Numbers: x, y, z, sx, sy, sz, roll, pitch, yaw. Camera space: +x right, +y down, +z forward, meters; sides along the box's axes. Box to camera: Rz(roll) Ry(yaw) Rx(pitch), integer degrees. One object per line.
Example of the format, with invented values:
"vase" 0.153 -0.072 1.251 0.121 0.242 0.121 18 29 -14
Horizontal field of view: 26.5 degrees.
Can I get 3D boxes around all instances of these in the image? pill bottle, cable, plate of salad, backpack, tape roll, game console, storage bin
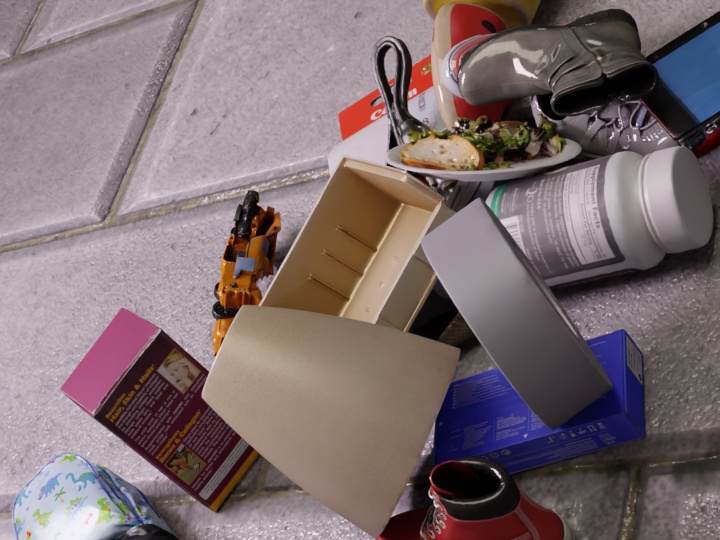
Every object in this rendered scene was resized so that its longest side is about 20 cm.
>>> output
"pill bottle" 0.226 -0.048 1.456 0.198 0.113 0.114 -13 46 33
"cable" 0.053 -0.159 1.709 0.097 0.050 0.202 -34 66 34
"plate of salad" 0.122 -0.128 1.531 0.198 0.049 0.200 -4 15 1
"backpack" -0.281 0.284 1.602 0.163 0.153 0.200 -48 24 5
"tape roll" 0.135 0.036 1.316 0.066 0.200 0.201 -36 38 7
"game console" 0.367 -0.207 1.440 0.199 0.119 0.172 -32 -6 -1
"storage bin" 0.000 0.000 1.561 0.201 0.093 0.198 -60 21 -2

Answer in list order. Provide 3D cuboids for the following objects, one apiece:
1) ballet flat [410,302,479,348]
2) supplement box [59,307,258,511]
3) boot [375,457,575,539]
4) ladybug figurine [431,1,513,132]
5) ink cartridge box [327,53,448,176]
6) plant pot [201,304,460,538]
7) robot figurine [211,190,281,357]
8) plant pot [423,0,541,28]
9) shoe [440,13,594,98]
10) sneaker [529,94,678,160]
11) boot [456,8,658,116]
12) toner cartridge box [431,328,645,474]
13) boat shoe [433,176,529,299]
"ballet flat" 0.054 0.083 1.544 0.199 0.046 0.068 -35 37 12
"supplement box" -0.198 0.146 1.588 0.111 0.200 0.085 -52 38 -11
"boot" 0.069 0.209 1.331 0.199 0.144 0.073 -10 50 38
"ladybug figurine" 0.128 -0.221 1.694 0.071 0.136 0.201 -14 44 21
"ink cartridge box" 0.034 -0.177 1.809 0.162 0.057 0.201 -30 44 18
"plant pot" -0.036 0.114 1.391 0.187 0.198 0.189 25 -90 -90
"robot figurine" -0.129 0.003 1.736 0.058 0.146 0.201 11 38 -1
"plant pot" 0.153 -0.384 1.790 0.199 0.200 0.191 -1 68 42
"shoe" 0.187 -0.229 1.604 0.091 0.198 0.072 -28 72 63
"sneaker" 0.252 -0.152 1.554 0.199 0.082 0.075 3 56 44
"boot" 0.189 -0.192 1.505 0.198 0.068 0.131 -16 30 13
"toner cartridge box" 0.162 0.129 1.404 0.198 0.043 0.096 -20 42 29
"boat shoe" 0.113 -0.053 1.600 0.065 0.072 0.201 -3 52 45
